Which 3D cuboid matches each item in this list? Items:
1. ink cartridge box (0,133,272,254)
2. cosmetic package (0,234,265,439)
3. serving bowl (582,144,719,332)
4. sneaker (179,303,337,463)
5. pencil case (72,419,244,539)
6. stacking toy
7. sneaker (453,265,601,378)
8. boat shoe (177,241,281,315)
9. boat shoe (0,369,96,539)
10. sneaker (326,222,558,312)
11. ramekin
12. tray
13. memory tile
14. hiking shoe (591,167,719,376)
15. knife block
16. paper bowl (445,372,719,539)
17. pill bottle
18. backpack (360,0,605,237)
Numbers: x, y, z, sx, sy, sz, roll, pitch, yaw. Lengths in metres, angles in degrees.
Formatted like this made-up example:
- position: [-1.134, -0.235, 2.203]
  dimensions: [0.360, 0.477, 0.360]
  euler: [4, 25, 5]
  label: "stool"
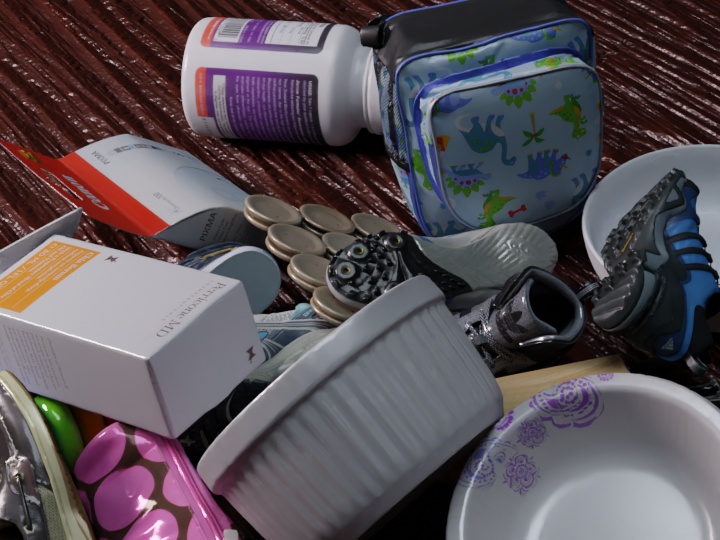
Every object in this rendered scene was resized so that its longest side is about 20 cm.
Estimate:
- position: [-0.182, -0.074, 1.494]
  dimensions: [0.199, 0.047, 0.160]
  euler: [16, 14, -46]
  label: "ink cartridge box"
- position: [-0.177, 0.043, 1.269]
  dimensions: [0.199, 0.072, 0.101]
  euler: [13, 40, 38]
  label: "cosmetic package"
- position: [0.277, -0.016, 1.419]
  dimensions: [0.199, 0.066, 0.201]
  euler: [-4, 40, 4]
  label: "serving bowl"
- position: [-0.093, 0.078, 1.335]
  dimensions: [0.199, 0.078, 0.086]
  euler: [-15, 43, -33]
  label: "sneaker"
- position: [-0.125, 0.175, 1.194]
  dimensions: [0.090, 0.094, 0.200]
  euler: [-1, 31, -31]
  label: "pencil case"
- position: [-0.217, 0.117, 1.304]
  dimensions: [0.199, 0.086, 0.085]
  euler: [-22, 39, -27]
  label: "stacking toy"
- position: [0.085, 0.053, 1.303]
  dimensions: [0.199, 0.114, 0.076]
  euler: [-23, 77, -26]
  label: "sneaker"
- position: [-0.157, 0.044, 1.413]
  dimensions: [0.200, 0.071, 0.091]
  euler: [-29, 13, -10]
  label: "boat shoe"
- position: [-0.221, 0.160, 1.196]
  dimensions: [0.065, 0.073, 0.201]
  euler: [-22, 66, -16]
  label: "boat shoe"
- position: [0.061, 0.006, 1.386]
  dimensions: [0.199, 0.073, 0.072]
  euler: [-6, 62, -29]
  label: "sneaker"
- position: [0.001, 0.107, 1.166]
  dimensions: [0.200, 0.200, 0.105]
  euler: [-35, 80, -34]
  label: "ramekin"
- position: [-0.272, -0.003, 1.427]
  dimensions: [0.107, 0.022, 0.200]
  euler: [-31, 2, -15]
  label: "tray"
- position: [0.000, 0.000, 1.430]
  dimensions: [0.153, 0.017, 0.200]
  euler: [8, 26, -30]
  label: "memory tile"
- position: [0.226, 0.002, 1.314]
  dimensions: [0.087, 0.074, 0.200]
  euler: [38, 38, -7]
  label: "hiking shoe"
- position: [0.163, 0.102, 1.280]
  dimensions: [0.199, 0.064, 0.176]
  euler: [17, 41, 29]
  label: "knife block"
- position: [0.160, 0.173, 1.112]
  dimensions: [0.200, 0.104, 0.202]
  euler: [-10, 59, 17]
  label: "paper bowl"
- position: [-0.055, -0.173, 1.648]
  dimensions: [0.199, 0.112, 0.112]
  euler: [6, 37, 15]
  label: "pill bottle"
- position: [0.111, -0.111, 1.465]
  dimensions: [0.182, 0.201, 0.147]
  euler: [-15, 37, -6]
  label: "backpack"
